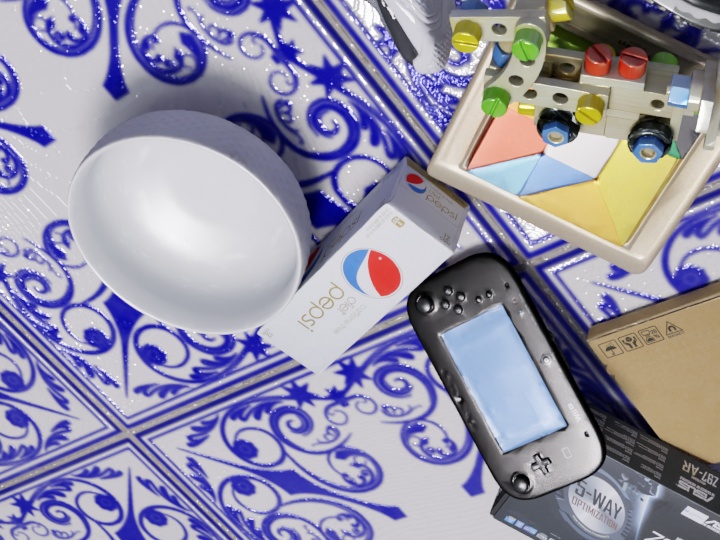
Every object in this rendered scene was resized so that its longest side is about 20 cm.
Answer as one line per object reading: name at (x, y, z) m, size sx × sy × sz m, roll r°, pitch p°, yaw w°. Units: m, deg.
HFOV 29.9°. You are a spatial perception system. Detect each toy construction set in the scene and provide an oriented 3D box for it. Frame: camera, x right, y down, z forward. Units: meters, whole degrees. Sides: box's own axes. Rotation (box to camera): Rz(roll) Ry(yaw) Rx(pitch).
toy construction set at (0.154, -0.129, 0.851) m, size 0.199 × 0.092 × 0.132 m, roll 23°, pitch 148°, yaw 19°

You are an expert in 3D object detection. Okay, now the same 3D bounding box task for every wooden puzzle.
wooden puzzle at (0.161, -0.094, 0.959) m, size 0.184 × 0.037 × 0.201 m, roll 25°, pitch 134°, yaw -2°

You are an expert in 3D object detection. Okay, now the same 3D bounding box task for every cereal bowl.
cereal bowl at (-0.128, -0.048, 1.079) m, size 0.199 × 0.084 × 0.201 m, roll 11°, pitch 132°, yaw 13°

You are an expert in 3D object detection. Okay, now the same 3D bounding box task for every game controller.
game controller at (0.118, 0.085, 1.085) m, size 0.104 × 0.042 × 0.201 m, roll -28°, pitch 91°, yaw 39°

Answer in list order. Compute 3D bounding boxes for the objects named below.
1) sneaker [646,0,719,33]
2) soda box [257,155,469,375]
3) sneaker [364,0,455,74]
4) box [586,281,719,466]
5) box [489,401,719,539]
sneaker at (0.187, -0.217, 0.820) m, size 0.199 × 0.076 × 0.088 m, roll 25°, pitch 128°, yaw -1°
soda box at (0.000, 0.000, 1.085) m, size 0.068 × 0.064 × 0.200 m, roll 35°, pitch 133°, yaw -12°
sneaker at (-0.014, -0.217, 0.898) m, size 0.113 × 0.076 × 0.201 m, roll -10°, pitch 119°, yaw 29°
box at (0.305, 0.077, 1.062) m, size 0.199 × 0.021 × 0.164 m, roll -23°, pitch 118°, yaw 35°
box at (0.232, 0.208, 1.171) m, size 0.199 × 0.044 × 0.161 m, roll 28°, pitch 140°, yaw 1°
